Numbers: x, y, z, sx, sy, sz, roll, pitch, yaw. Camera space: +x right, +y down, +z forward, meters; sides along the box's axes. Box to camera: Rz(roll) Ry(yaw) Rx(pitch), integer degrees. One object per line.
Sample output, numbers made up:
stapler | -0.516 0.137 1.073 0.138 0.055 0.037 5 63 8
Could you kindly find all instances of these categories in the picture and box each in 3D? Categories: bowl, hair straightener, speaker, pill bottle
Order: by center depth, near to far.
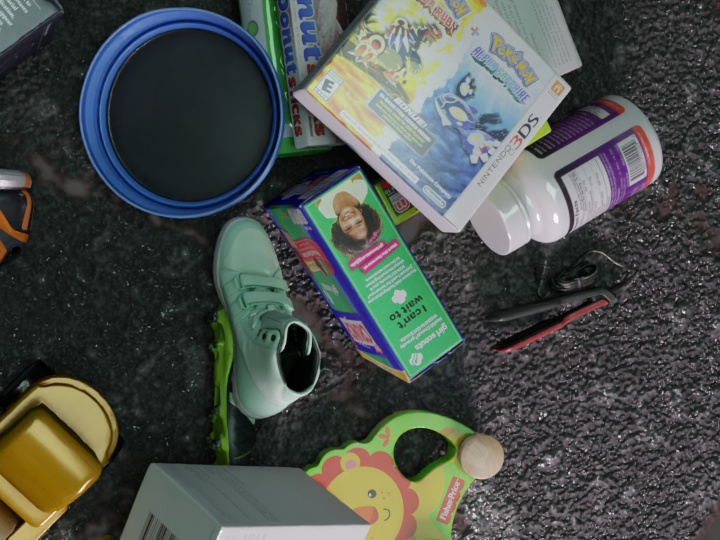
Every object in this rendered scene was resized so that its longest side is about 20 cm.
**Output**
bowl | -0.169 -0.150 1.068 0.200 0.039 0.201 0 94 7
speaker | -0.076 -0.216 1.113 0.088 0.088 0.200 -8 93 -18
pill bottle | 0.217 -0.099 1.200 0.200 0.111 0.111 -30 100 -16
hair straightener | 0.227 0.024 1.243 0.200 0.041 0.077 -20 98 -17

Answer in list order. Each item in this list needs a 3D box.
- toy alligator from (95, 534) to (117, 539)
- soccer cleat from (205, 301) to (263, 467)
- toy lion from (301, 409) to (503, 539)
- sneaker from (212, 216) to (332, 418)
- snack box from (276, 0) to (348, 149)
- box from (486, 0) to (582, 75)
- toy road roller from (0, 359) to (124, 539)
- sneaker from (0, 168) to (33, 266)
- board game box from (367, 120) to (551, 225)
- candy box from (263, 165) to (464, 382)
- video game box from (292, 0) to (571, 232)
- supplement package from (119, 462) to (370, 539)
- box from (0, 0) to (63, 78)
toy alligator | -0.200 0.281 1.102 0.200 0.059 0.054 -21 142 -24
soccer cleat | -0.113 0.126 1.119 0.081 0.068 0.200 1 88 -20
toy lion | 0.029 0.237 1.176 0.192 0.069 0.200 25 83 -10
sneaker | -0.080 0.033 1.055 0.074 0.118 0.201 -2 76 -33
snack box | -0.043 -0.220 1.070 0.072 0.024 0.200 -11 95 -41
box | 0.093 -0.211 1.134 0.200 0.152 0.106 -26 101 -15
toy road roller | -0.312 0.183 1.008 0.200 0.146 0.123 -46 104 -13
sneaker | -0.402 -0.040 1.009 0.200 0.078 0.112 2 90 -19
board game box | 0.090 -0.115 1.162 0.200 0.102 0.048 -31 100 -15
candy box | 0.000 0.000 1.099 0.077 0.169 0.200 -36 102 -11
video game box | 0.070 -0.166 1.025 0.200 0.047 0.182 41 78 -17
supplement package | -0.110 0.260 1.042 0.200 0.117 0.117 14 101 -48
box | -0.377 -0.200 0.977 0.200 0.148 0.107 -41 103 -14
